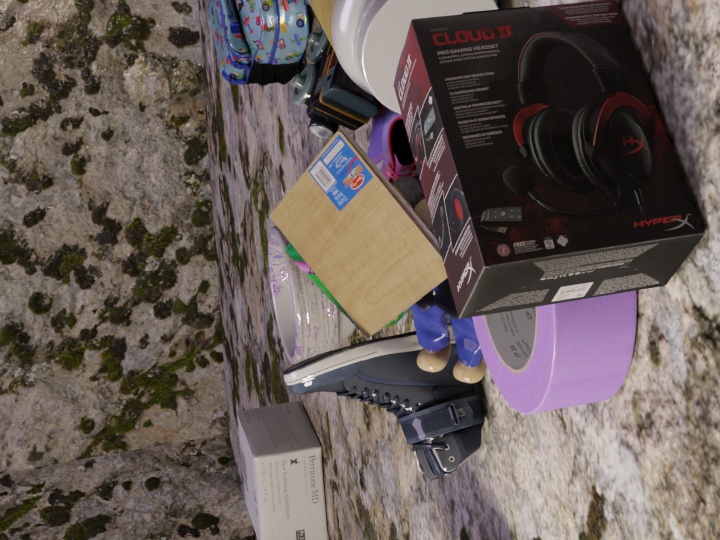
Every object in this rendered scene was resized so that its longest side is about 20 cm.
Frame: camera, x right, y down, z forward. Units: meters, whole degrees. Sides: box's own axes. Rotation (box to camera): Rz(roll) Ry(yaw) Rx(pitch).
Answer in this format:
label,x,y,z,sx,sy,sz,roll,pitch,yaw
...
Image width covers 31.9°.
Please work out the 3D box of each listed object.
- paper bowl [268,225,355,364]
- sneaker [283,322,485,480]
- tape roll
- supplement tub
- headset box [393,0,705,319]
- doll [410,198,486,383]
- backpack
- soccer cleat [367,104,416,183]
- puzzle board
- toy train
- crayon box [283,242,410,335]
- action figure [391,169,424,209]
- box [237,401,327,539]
label,x,y,z,sx,sy,sz,roll,pitch,yaw
paper bowl,-0.066,0.030,1.818,0.200,0.103,0.204,172,90,-78
sneaker,0.030,0.137,1.225,0.077,0.199,0.149,161,99,-68
tape roll,0.137,0.003,0.951,0.200,0.065,0.204,172,90,-79
supplement tub,0.034,-0.235,1.082,0.201,0.143,0.147,-114,20,-51
headset box,0.112,-0.084,0.810,0.075,0.146,0.203,108,152,-61
doll,0.079,0.013,1.124,0.049,0.135,0.202,-54,-34,-36
backpack,-0.141,-0.381,1.834,0.200,0.132,0.186,136,124,-72
soccer cleat,0.037,-0.107,1.344,0.077,0.066,0.202,-110,20,-48
puzzle board,-0.001,-0.029,1.116,0.151,0.017,0.200,51,151,2
toy train,-0.004,-0.236,1.307,0.114,0.084,0.203,-18,52,61
crayon box,0.000,0.000,1.314,0.119,0.058,0.200,45,-172,7
action figure,0.049,-0.051,1.195,0.200,0.128,0.070,64,-169,-83
box,-0.148,0.385,2.375,0.200,0.129,0.202,-129,33,-66
